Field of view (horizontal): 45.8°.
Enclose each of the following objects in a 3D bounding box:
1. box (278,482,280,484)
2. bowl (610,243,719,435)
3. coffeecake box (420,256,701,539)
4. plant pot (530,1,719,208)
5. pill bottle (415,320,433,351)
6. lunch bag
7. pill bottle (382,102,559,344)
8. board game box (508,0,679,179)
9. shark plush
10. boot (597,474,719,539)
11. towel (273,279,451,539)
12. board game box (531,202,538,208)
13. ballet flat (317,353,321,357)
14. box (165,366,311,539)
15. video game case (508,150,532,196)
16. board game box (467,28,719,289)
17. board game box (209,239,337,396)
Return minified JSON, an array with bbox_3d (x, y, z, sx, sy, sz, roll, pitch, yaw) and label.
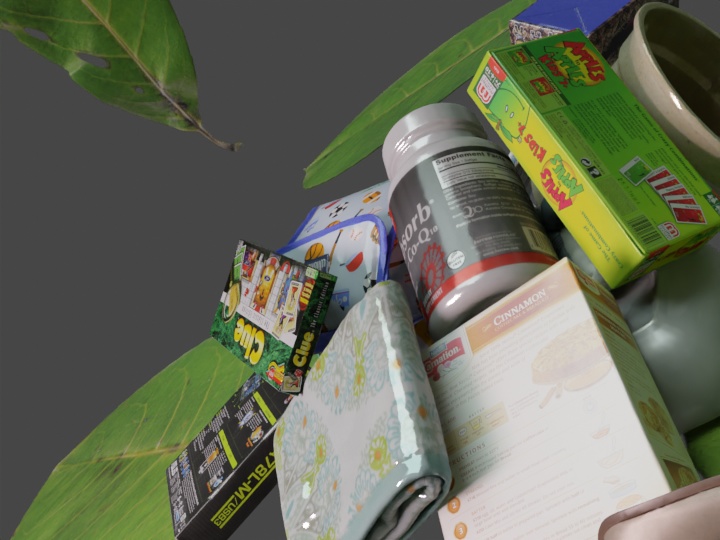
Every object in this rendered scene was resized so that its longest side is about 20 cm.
[{"bbox_3d":[-0.017,0.192,0.839,0.101,0.112,0.200,-50,14,-10],"label":"box"},{"bbox_3d":[0.203,0.055,0.685,0.200,0.075,0.200,-32,19,33],"label":"bowl"},{"bbox_3d":[0.125,0.118,0.571,0.153,0.073,0.201,-36,44,25],"label":"coffeecake box"},{"bbox_3d":[0.264,-0.104,0.780,0.184,0.200,0.201,-47,10,42],"label":"plant pot"},{"bbox_3d":[0.059,0.062,0.996,0.104,0.104,0.200,-23,27,54],"label":"pill bottle"},{"bbox_3d":[0.000,0.000,0.834,0.169,0.124,0.200,-18,28,38],"label":"lunch bag"},{"bbox_3d":[0.087,-0.037,0.707,0.116,0.116,0.201,-37,49,26],"label":"pill bottle"},{"bbox_3d":[0.255,-0.206,0.914,0.159,0.201,0.097,-40,45,-24],"label":"board game box"},{"bbox_3d":[0.157,-0.017,0.739,0.200,0.090,0.084,4,79,62],"label":"shark plush"},{"bbox_3d":[0.148,0.193,0.406,0.200,0.070,0.147,-46,43,42],"label":"boot"},{"bbox_3d":[-0.007,0.133,0.642,0.200,0.048,0.172,-56,34,36],"label":"towel"},{"bbox_3d":[0.115,-0.053,0.938,0.126,0.035,0.200,-51,32,10],"label":"board game box"},{"bbox_3d":[0.009,0.060,1.202,0.200,0.068,0.068,-51,16,-23],"label":"ballet flat"},{"bbox_3d":[-0.113,0.170,0.855,0.193,0.048,0.200,-46,14,-8],"label":"box"},{"bbox_3d":[0.194,-0.116,1.027,0.201,0.018,0.143,-63,-19,1],"label":"video game case"},{"bbox_3d":[0.181,-0.092,0.660,0.101,0.201,0.048,-20,-23,-28],"label":"board game box"},{"bbox_3d":[-0.086,0.035,0.778,0.200,0.023,0.105,19,94,62],"label":"board game box"}]
